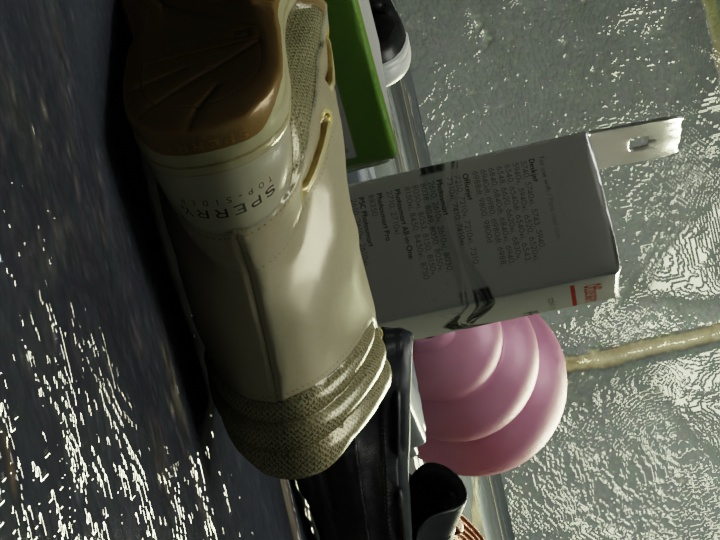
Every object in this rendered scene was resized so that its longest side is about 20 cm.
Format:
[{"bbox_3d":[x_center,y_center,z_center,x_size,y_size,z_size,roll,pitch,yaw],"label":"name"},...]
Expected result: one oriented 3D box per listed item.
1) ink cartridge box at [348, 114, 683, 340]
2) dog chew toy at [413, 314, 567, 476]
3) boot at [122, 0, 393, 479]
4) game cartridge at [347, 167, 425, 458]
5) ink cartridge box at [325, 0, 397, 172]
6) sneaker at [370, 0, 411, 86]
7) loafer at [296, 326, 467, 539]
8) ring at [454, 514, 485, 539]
[{"bbox_3d":[0.056,-0.012,1.192,0.116,0.200,0.068,44,34,-82],"label":"ink cartridge box"},{"bbox_3d":[0.064,0.061,1.680,0.200,0.124,0.125,49,28,-68],"label":"dog chew toy"},{"bbox_3d":[-0.033,-0.034,0.938,0.200,0.073,0.156,-92,168,-60],"label":"boot"},{"bbox_3d":[0.000,0.000,1.540,0.133,0.041,0.200,77,2,-65],"label":"game cartridge"},{"bbox_3d":[-0.042,-0.150,1.153,0.200,0.076,0.148,-98,174,-57],"label":"ink cartridge box"},{"bbox_3d":[-0.026,-0.182,1.541,0.200,0.073,0.112,-112,-176,-64],"label":"sneaker"},{"bbox_3d":[0.015,0.114,1.158,0.068,0.070,0.201,-94,171,-61],"label":"loafer"},{"bbox_3d":[0.080,0.240,1.625,0.200,0.019,0.201,51,26,-38],"label":"ring"}]
